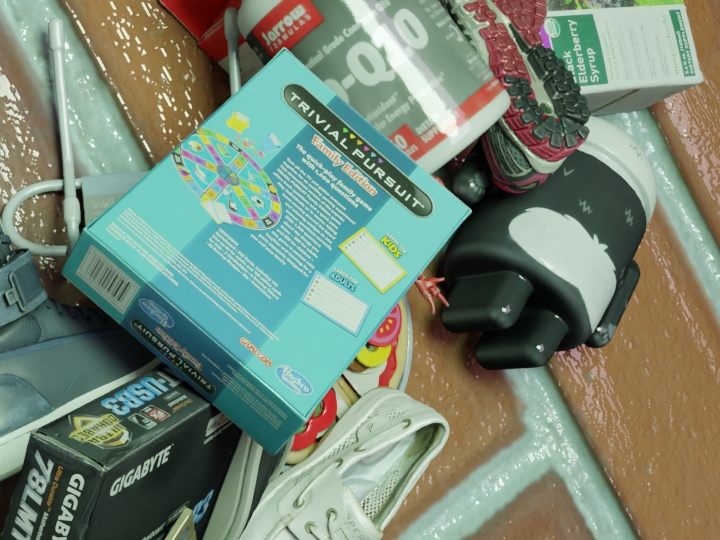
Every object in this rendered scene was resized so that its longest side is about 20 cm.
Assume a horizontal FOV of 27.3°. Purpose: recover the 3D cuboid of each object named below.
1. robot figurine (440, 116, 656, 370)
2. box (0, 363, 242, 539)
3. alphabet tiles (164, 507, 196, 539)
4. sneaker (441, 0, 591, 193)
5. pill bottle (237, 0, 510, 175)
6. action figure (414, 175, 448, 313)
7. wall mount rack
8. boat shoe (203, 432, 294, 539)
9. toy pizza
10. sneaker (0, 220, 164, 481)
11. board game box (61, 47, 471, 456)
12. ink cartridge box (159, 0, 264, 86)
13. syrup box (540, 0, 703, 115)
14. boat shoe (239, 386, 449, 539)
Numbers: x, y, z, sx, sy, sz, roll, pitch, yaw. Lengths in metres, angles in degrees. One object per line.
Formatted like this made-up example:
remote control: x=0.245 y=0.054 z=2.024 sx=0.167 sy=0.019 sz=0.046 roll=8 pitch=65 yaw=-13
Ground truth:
robot figurine: x=0.136 y=-0.022 z=1.084 sx=0.124 sy=0.151 sz=0.201 roll=21 pitch=61 yaw=21
box: x=-0.136 y=0.155 z=0.797 sx=0.049 sy=0.200 sz=0.200 roll=25 pitch=106 yaw=12
alphabet tiles: x=-0.136 y=0.235 z=0.825 sx=0.008 sy=0.200 sz=0.168 roll=27 pitch=62 yaw=10
sneaker: x=0.089 y=-0.149 z=1.029 sx=0.080 sy=0.075 sz=0.201 roll=1 pitch=58 yaw=-27
pill bottle: x=-0.006 y=-0.150 z=0.940 sx=0.114 sy=0.114 sz=0.200 roll=-41 pitch=94 yaw=-32
action figure: x=0.000 y=0.000 z=0.985 sx=0.199 sy=0.065 sz=0.099 roll=-33 pitch=80 yaw=-34
wall mount rack: x=-0.128 y=-0.079 z=0.933 sx=0.198 sy=0.075 sz=0.175 roll=-4 pitch=51 yaw=-11
boat shoe: x=-0.077 y=0.105 z=0.919 sx=0.060 sy=0.074 sz=0.202 roll=-10 pitch=121 yaw=-56
toy pizza: x=-0.043 y=0.036 z=1.011 sx=0.199 sy=0.032 sz=0.202 roll=7 pitch=76 yaw=-31
sneaker: x=-0.177 y=0.016 z=0.836 sx=0.202 sy=0.077 sz=0.147 roll=-31 pitch=102 yaw=-54
board game box: x=-0.046 y=-0.017 z=0.834 sx=0.151 sy=0.047 sz=0.200 roll=41 pitch=47 yaw=0
ink cartridge box: x=-0.030 y=-0.168 z=1.042 sx=0.200 sy=0.067 sz=0.117 roll=42 pitch=61 yaw=-17
syrup box: x=0.164 y=-0.166 z=1.155 sx=0.199 sy=0.081 sz=0.079 roll=-9 pitch=83 yaw=-34
boat shoe: x=-0.017 y=0.159 z=0.965 sx=0.200 sy=0.069 sz=0.071 roll=-50 pitch=123 yaw=-20
